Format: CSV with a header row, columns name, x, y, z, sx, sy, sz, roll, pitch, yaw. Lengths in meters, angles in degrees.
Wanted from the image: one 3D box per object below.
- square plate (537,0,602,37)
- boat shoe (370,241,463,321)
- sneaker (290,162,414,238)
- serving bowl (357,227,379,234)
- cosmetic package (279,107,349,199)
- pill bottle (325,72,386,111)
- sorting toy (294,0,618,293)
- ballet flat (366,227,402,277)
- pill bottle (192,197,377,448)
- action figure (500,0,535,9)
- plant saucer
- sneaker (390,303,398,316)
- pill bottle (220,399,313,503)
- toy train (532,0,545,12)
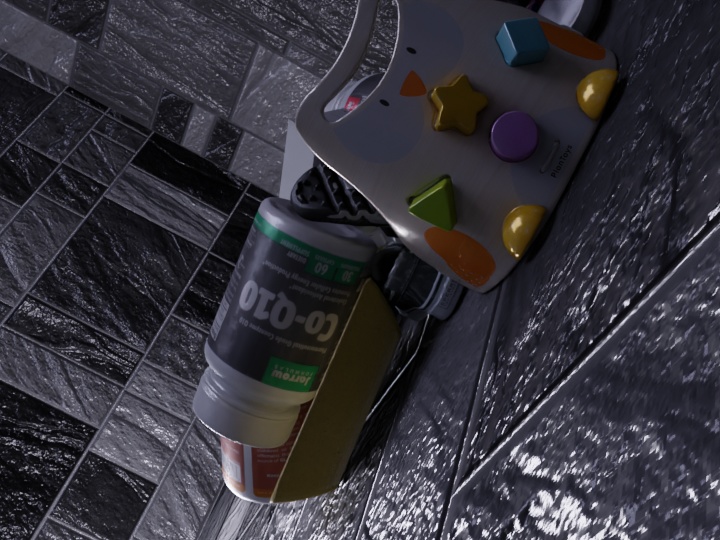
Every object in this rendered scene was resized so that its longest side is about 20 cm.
name,x,y,z,sx,sy,sz,roll,pitch,yaw
square plate,0.177,-0.215,0.868,0.198,0.028,0.201,-57,7,51
boat shoe,0.045,0.001,0.844,0.073,0.071,0.200,-63,4,-5
sneaker,0.034,-0.058,0.819,0.091,0.198,0.067,104,149,-52
serving bowl,0.027,-0.068,1.135,0.200,0.066,0.200,-47,-3,-4
cosmetic package,-0.047,-0.070,1.014,0.082,0.050,0.201,-22,-47,-43
pill bottle,0.043,-0.160,1.033,0.200,0.110,0.111,24,86,53
sorting toy,0.058,-0.109,0.634,0.201,0.179,0.107,-63,4,3
ballet flat,0.000,0.000,0.989,0.199,0.067,0.067,-36,51,11
pill bottle,-0.071,0.047,0.830,0.113,0.112,0.201,-81,14,-77
action figure,0.125,-0.212,0.878,0.200,0.133,0.150,82,171,-76
plant saucer,-0.015,0.120,0.847,0.200,0.048,0.201,99,-165,-80
sneaker,-0.009,0.074,1.064,0.201,0.074,0.082,-55,6,-5
pill bottle,-0.092,0.131,0.970,0.112,0.111,0.202,-71,-16,-64
toy train,0.134,-0.345,0.956,0.201,0.084,0.116,78,166,-45
